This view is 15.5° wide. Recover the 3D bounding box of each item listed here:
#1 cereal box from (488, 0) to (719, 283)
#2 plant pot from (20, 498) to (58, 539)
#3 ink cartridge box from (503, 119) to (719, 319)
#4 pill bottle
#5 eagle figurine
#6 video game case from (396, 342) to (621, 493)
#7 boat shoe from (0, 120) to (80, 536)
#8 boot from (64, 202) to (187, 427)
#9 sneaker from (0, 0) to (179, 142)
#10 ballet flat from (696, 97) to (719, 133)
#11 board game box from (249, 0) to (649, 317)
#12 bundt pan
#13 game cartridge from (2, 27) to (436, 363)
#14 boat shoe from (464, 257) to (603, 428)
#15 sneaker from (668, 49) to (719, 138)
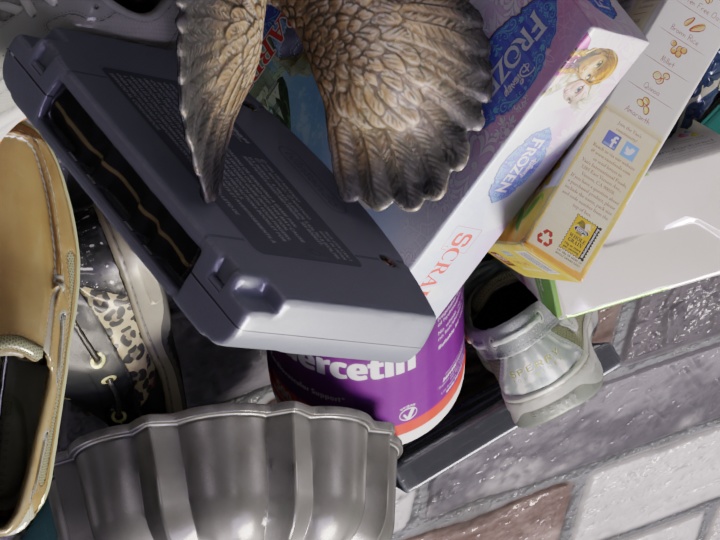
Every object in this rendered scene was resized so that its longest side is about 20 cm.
[{"bbox_3d":[0.127,-0.089,1.242,0.201,0.039,0.144,-58,-174,-2],"label":"cereal box"},{"bbox_3d":[-0.150,0.239,1.572,0.141,0.142,0.200,5,139,-42],"label":"plant pot"},{"bbox_3d":[0.133,-0.040,1.445,0.116,0.200,0.068,-16,103,-6],"label":"ink cartridge box"},{"bbox_3d":[0.000,0.000,1.417,0.112,0.113,0.201,-23,144,-14],"label":"pill bottle"},{"bbox_3d":[-0.040,-0.127,1.152,0.151,0.200,0.151,-30,143,-5],"label":"eagle figurine"},{"bbox_3d":[0.076,0.085,1.569,0.142,0.019,0.200,-31,179,-4],"label":"video game case"},{"bbox_3d":[-0.167,0.028,1.265,0.071,0.076,0.202,-3,96,-9],"label":"boat shoe"},{"bbox_3d":[-0.174,0.053,1.384,0.153,0.074,0.204,-19,143,-13],"label":"boot"},{"bbox_3d":[-0.162,-0.108,1.204,0.199,0.076,0.092,-13,134,-39],"label":"sneaker"},{"bbox_3d":[0.271,-0.119,1.542,0.200,0.068,0.068,-41,156,28],"label":"ballet flat"},{"bbox_3d":[0.017,-0.099,1.236,0.041,0.200,0.200,9,127,-43],"label":"board game box"},{"bbox_3d":[-0.072,0.138,1.423,0.200,0.076,0.202,-5,159,-2],"label":"bundt pan"},{"bbox_3d":[-0.058,-0.032,1.152,0.133,0.200,0.041,4,125,-44],"label":"game cartridge"},{"bbox_3d":[0.090,0.024,1.483,0.074,0.202,0.065,-27,107,8],"label":"boat shoe"},{"bbox_3d":[0.163,-0.127,1.404,0.199,0.085,0.077,-16,141,-47],"label":"sneaker"}]
